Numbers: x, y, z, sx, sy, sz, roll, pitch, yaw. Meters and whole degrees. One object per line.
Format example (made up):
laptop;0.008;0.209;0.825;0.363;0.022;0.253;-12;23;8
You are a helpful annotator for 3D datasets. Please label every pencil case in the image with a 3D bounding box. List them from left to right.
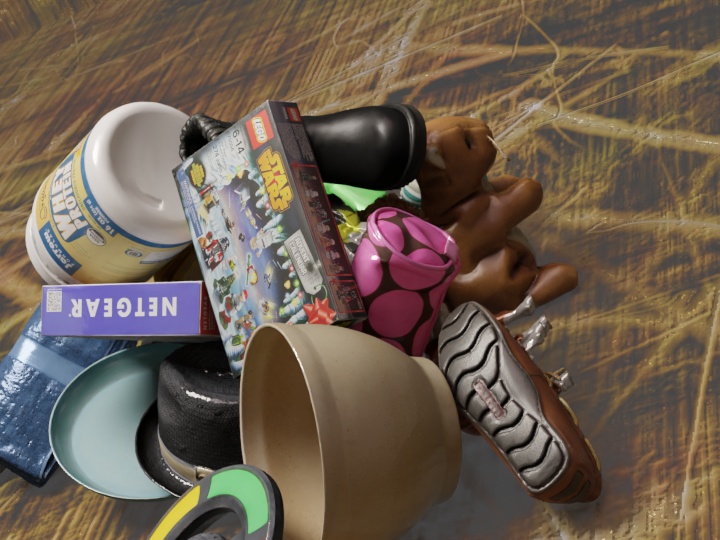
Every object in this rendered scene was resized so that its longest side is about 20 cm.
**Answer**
pencil case;0.022;0.051;1.329;0.094;0.200;0.091;23;28;9

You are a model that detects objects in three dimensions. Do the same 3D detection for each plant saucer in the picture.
plant saucer;-0.194;0.148;1.485;0.200;0.027;0.200;-2;42;2

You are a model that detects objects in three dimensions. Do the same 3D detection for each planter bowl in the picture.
planter bowl;-0.002;0.136;1.235;0.135;0.201;0.200;-5;17;-21

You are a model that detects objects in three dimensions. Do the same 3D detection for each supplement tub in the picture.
supplement tub;-0.235;-0.062;1.534;0.200;0.145;0.145;-35;10;49

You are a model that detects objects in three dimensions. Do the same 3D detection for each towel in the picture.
towel;-0.315;0.112;1.594;0.200;0.112;0.049;-59;-8;-14

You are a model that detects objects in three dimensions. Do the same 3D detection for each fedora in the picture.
fedora;-0.116;0.119;1.404;0.200;0.092;0.201;-7;37;6

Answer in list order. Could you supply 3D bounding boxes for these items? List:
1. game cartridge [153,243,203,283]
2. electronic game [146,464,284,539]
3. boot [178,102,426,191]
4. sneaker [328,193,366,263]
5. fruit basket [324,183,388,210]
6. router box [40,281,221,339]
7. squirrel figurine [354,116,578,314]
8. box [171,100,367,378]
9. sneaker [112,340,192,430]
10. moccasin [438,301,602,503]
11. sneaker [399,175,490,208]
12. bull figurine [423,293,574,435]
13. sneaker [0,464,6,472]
game cartridge;-0.137;-0.059;1.678;0.176;0.032;0.200;-53;-4;10
electronic game;-0.130;0.242;1.221;0.200;0.042;0.200;-38;30;27
boot;-0.055;-0.110;1.423;0.158;0.080;0.211;-2;-1;-37
sneaker;0.000;0.000;1.443;0.074;0.085;0.200;-25;48;-33
fruit basket;-0.072;-0.029;1.675;0.215;0.156;0.216;-14;41;12
router box;-0.168;0.041;1.477;0.200;0.049;0.179;-2;-5;34
squirrel figurine;0.077;-0.044;1.484;0.200;0.187;0.142;-27;24;-1
box;-0.081;-0.025;1.325;0.137;0.200;0.040;-31;-19;38
sneaker;-0.194;0.113;1.589;0.090;0.067;0.200;-22;22;17
moccasin;0.126;0.101;1.222;0.074;0.078;0.201;-51;47;12
sneaker;0.074;-0.093;1.649;0.070;0.093;0.200;-34;4;-20
bull figurine;0.109;0.075;1.357;0.121;0.065;0.200;-30;25;9
sneaker;-0.354;0.152;1.664;0.200;0.080;0.086;-23;13;-7
